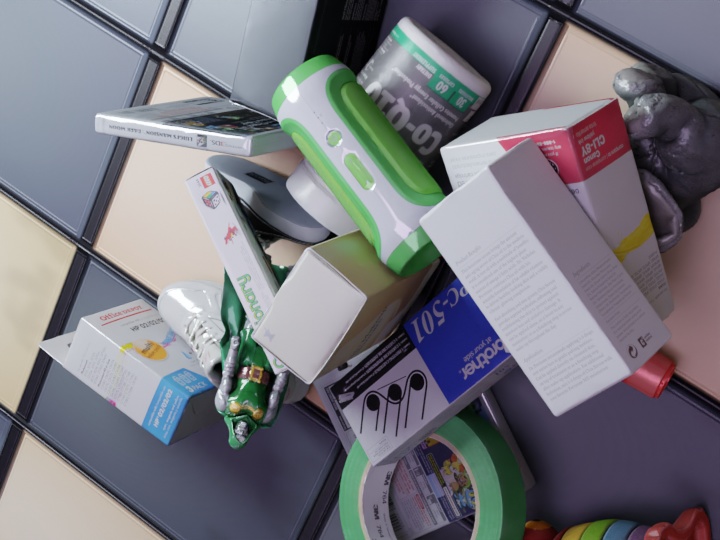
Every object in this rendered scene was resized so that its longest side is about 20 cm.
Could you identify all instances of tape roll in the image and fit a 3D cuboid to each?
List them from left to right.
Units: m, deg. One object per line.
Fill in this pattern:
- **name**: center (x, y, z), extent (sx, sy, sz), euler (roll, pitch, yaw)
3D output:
- **tape roll**: center (0.070, 0.234, 1.402), extent (0.199, 0.048, 0.203), euler (-5, 82, 37)

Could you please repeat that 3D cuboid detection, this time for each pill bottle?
- **pill bottle**: center (0.024, -0.133, 1.356), extent (0.113, 0.113, 0.200), euler (42, 104, 14)

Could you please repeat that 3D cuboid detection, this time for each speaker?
- **speaker**: center (0.005, -0.095, 1.256), extent (0.088, 0.088, 0.201), euler (-44, 74, 27)

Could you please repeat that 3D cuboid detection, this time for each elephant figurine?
- **elephant figurine**: center (0.254, -0.073, 1.269), extent (0.155, 0.140, 0.201), euler (54, 129, 48)

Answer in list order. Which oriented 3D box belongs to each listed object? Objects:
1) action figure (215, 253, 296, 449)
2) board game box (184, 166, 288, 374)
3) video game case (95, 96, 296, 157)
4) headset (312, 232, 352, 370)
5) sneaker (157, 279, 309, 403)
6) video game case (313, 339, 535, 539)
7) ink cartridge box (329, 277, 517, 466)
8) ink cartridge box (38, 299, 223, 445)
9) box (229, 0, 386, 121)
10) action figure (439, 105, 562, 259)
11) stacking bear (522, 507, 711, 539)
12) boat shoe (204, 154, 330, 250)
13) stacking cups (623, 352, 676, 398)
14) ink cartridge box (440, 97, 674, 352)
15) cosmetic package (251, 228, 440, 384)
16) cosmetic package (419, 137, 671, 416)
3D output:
- **action figure**: center (-0.104, 0.086, 1.446), extent (0.117, 0.055, 0.202), euler (14, 76, -9)
- **board game box**: center (-0.104, 0.003, 1.352), extent (0.034, 0.126, 0.201), euler (-26, 86, 0)
- **video game case**: center (-0.134, -0.146, 1.406), extent (0.180, 0.200, 0.024), euler (10, 105, 25)
- **headset**: center (0.000, 0.000, 1.424), extent (0.123, 0.094, 0.202), euler (17, 97, 24)
- **sneaker**: center (-0.149, 0.077, 1.512), extent (0.199, 0.099, 0.078), euler (33, 112, 19)
- **video game case**: center (0.063, 0.166, 1.463), extent (0.181, 0.023, 0.201), euler (-28, 85, 29)
- **ink cartridge box**: center (0.067, 0.096, 1.356), extent (0.200, 0.044, 0.094), euler (-42, 67, 27)
- **ink cartridge box**: center (-0.244, 0.098, 1.556), extent (0.199, 0.115, 0.068), euler (33, 112, 18)
- **box**: center (-0.042, -0.252, 1.373), extent (0.078, 0.141, 0.202), euler (22, 108, 22)
- **action figure**: center (0.143, -0.077, 1.363), extent (0.065, 0.052, 0.201), euler (42, 113, 19)
- **stacking bear**: center (0.224, 0.289, 1.358), extent (0.199, 0.121, 0.115), euler (-4, 91, 37)
- **boat shoe**: center (-0.101, -0.057, 1.459), extent (0.199, 0.073, 0.069), euler (28, 121, 40)
- **stacking cups**: center (0.205, 0.057, 1.345), extent (0.199, 0.060, 0.061), euler (30, 111, 20)
- **ink cartridge box**: center (0.173, -0.035, 1.223), extent (0.144, 0.083, 0.202), euler (-5, 110, 45)
- **cosmetic package**: center (-0.009, 0.024, 1.281), extent (0.071, 0.200, 0.106), euler (38, 112, 11)
- **cosmetic package**: center (0.150, 0.006, 1.152), extent (0.201, 0.071, 0.101), euler (55, 138, 2)
